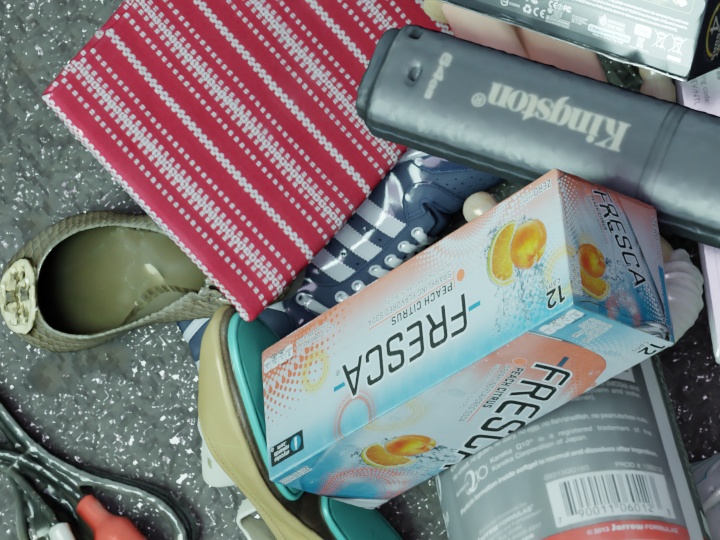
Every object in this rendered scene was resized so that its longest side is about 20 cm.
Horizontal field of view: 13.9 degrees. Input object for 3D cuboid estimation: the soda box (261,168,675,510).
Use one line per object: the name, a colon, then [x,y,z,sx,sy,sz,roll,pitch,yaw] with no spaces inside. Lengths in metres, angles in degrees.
soda box: [0.043,0.033,1.279,0.200,0.063,0.069,-32,51,41]

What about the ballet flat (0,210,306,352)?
ballet flat: [-0.111,0.003,1.411,0.199,0.046,0.068,-6,92,41]

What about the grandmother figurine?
grandmother figurine: [0.094,-0.051,1.325,0.121,0.060,0.201,-43,62,34]

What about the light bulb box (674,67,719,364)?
light bulb box: [0.249,-0.065,1.355,0.199,0.125,0.200,-8,86,9]

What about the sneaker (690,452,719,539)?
sneaker: [0.161,0.120,1.389,0.200,0.080,0.071,-30,85,9]

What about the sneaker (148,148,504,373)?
sneaker: [0.000,0.000,1.423,0.199,0.070,0.109,-18,80,16]

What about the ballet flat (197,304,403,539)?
ballet flat: [-0.040,0.101,1.389,0.063,0.069,0.200,-14,125,26]

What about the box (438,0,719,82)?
box: [0.078,-0.188,1.280,0.199,0.049,0.162,19,110,23]

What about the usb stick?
usb stick: [0.093,-0.058,1.282,0.199,0.033,0.056,19,84,21]

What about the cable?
cable: [-0.157,0.105,1.457,0.097,0.050,0.200,-38,84,6]

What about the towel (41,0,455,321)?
towel: [-0.037,-0.095,1.353,0.145,0.022,0.200,46,65,-12]

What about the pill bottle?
pill bottle: [0.089,0.081,1.349,0.115,0.116,0.201,-19,53,9]
